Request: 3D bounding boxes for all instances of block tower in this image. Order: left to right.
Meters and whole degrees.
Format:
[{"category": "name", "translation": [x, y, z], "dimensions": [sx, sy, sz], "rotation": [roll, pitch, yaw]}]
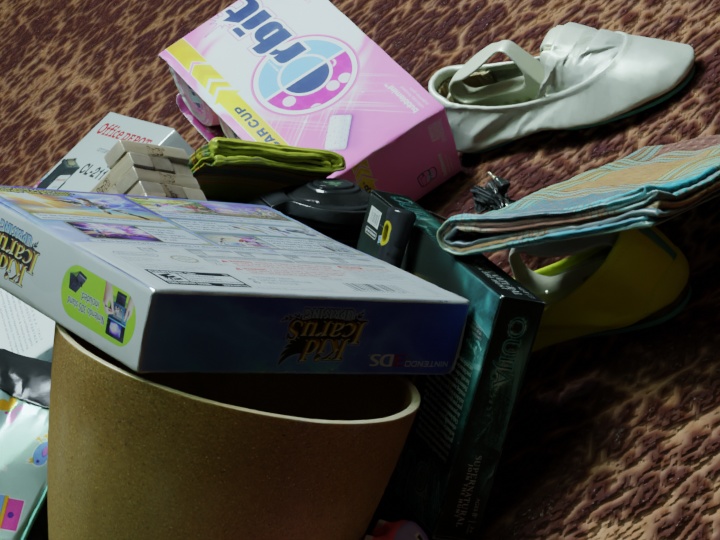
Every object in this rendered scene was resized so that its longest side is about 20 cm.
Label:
[{"category": "block tower", "translation": [-0.096, 0.021, 1.353], "dimensions": [0.058, 0.054, 0.200], "rotation": [-42, 60, 29]}]

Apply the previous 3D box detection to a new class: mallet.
[{"category": "mallet", "translation": [0.002, 0.066, 1.282], "dimensions": [0.066, 0.041, 0.200], "rotation": [29, 103, 64]}]

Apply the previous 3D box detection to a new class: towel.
[{"category": "towel", "translation": [-0.084, -0.045, 1.490], "dimensions": [0.200, 0.086, 0.018], "rotation": [150, 124, -64]}, {"category": "towel", "translation": [0.152, -0.049, 1.270], "dimensions": [0.147, 0.022, 0.200], "rotation": [-8, 10, 42]}]

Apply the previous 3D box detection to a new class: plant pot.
[{"category": "plant pot", "translation": [-0.085, 0.135, 1.202], "dimensions": [0.186, 0.186, 0.200], "rotation": [-138, 60, -66]}]

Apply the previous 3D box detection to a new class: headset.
[{"category": "headset", "translation": [0.000, 0.000, 1.413], "dimensions": [0.200, 0.124, 0.094], "rotation": [-28, 24, -11]}]

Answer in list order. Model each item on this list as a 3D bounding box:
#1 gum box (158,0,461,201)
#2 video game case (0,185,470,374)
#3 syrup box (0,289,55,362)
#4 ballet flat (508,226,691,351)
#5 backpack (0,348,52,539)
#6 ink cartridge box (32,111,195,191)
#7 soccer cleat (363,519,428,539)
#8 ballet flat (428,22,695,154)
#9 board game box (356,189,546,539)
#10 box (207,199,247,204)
[{"category": "gum box", "translation": [-0.038, -0.111, 1.591], "dimensions": [0.113, 0.066, 0.200], "rotation": [-34, 51, -13]}, {"category": "video game case", "translation": [-0.078, 0.006, 1.217], "dimensions": [0.181, 0.200, 0.046], "rotation": [27, 108, 48]}, {"category": "syrup box", "translation": [-0.220, 0.057, 1.419], "dimensions": [0.200, 0.081, 0.079], "rotation": [-33, 59, 20]}, {"category": "ballet flat", "translation": [0.089, 0.016, 1.313], "dimensions": [0.200, 0.067, 0.067], "rotation": [-22, 28, 35]}, {"category": "backpack", "translation": [-0.195, 0.159, 1.317], "dimensions": [0.153, 0.176, 0.200], "rotation": [10, 72, 20]}, {"category": "ink cartridge box", "translation": [-0.208, -0.019, 1.781], "dimensions": [0.200, 0.083, 0.146], "rotation": [-46, 24, -12]}, {"category": "soccer cleat", "translation": [0.020, 0.185, 1.147], "dimensions": [0.200, 0.076, 0.067], "rotation": [-65, 0, -70]}, {"category": "ballet flat", "translation": [0.119, -0.122, 1.509], "dimensions": [0.200, 0.069, 0.069], "rotation": [-13, 36, 45]}, {"category": "board game box", "translation": [0.033, 0.048, 1.294], "dimensions": [0.200, 0.028, 0.135], "rotation": [-137, 59, -64]}, {"category": "box", "translation": [-0.143, 0.027, 1.521], "dimensions": [0.200, 0.122, 0.106], "rotation": [-16, 74, 44]}]
